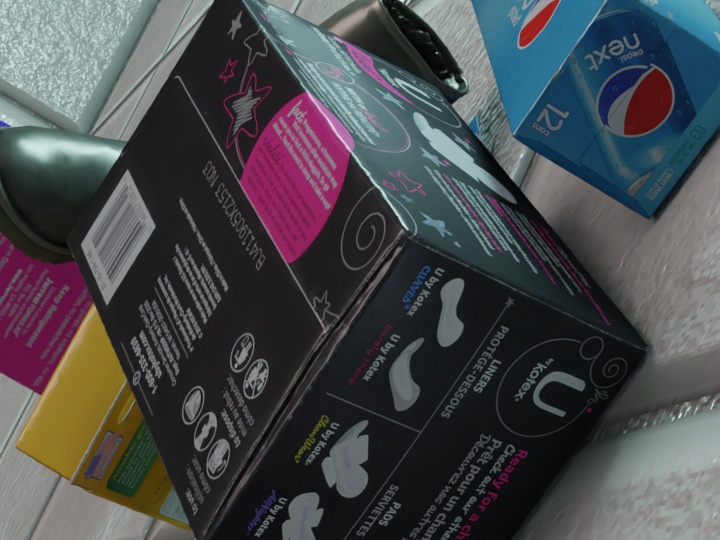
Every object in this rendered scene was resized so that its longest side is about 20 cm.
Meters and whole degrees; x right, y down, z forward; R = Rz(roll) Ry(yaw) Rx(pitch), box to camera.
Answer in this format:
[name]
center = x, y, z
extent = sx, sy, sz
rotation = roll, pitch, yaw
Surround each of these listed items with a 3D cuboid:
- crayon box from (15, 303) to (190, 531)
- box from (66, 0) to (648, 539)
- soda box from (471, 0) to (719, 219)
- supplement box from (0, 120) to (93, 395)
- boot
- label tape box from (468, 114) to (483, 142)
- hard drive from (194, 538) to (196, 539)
[crayon box]
center = -0.098, 0.054, 1.004
extent = 0.126, 0.051, 0.200
rotation = -61, -17, -6
[box]
center = -0.010, 0.009, 0.729
extent = 0.133, 0.114, 0.200
rotation = -56, 33, 16
[soda box]
center = 0.093, -0.097, 0.797
extent = 0.068, 0.064, 0.200
rotation = -55, 14, 18
[supplement box]
center = -0.161, 0.016, 1.197
extent = 0.104, 0.199, 0.101
rotation = -53, 15, 20
[boot]
center = -0.064, -0.069, 0.970
extent = 0.199, 0.073, 0.181
rotation = -25, -16, 23
[label tape box]
center = 0.000, 0.000, 0.934
extent = 0.145, 0.063, 0.200
rotation = -55, 15, 17
[hard drive]
center = -0.071, 0.191, 0.744
extent = 0.132, 0.025, 0.201
rotation = 74, -143, -63
